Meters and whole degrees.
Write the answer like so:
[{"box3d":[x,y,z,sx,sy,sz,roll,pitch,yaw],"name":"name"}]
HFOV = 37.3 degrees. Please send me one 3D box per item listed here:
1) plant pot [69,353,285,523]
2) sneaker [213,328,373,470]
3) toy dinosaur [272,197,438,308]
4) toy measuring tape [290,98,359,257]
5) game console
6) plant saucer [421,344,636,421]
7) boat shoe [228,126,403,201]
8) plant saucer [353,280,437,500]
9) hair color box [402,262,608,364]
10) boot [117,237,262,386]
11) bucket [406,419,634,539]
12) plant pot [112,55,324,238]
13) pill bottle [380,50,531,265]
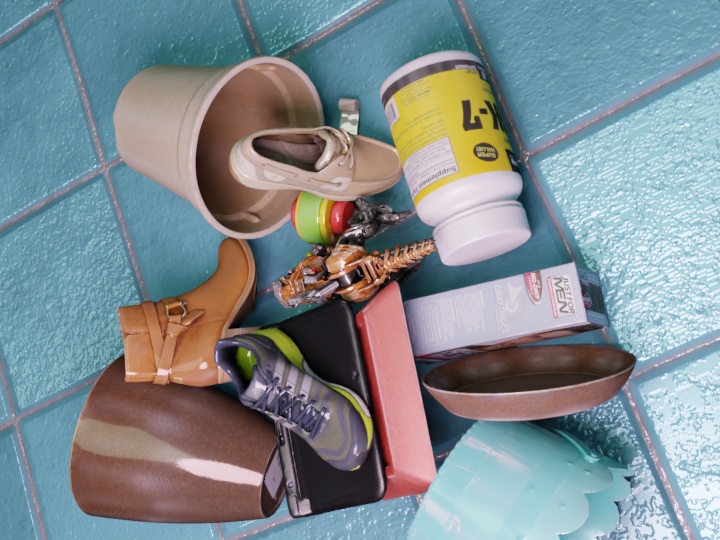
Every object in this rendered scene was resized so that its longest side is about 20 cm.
[{"box3d":[-0.181,0.200,1.171,0.200,0.187,0.187,10,88,17],"name":"plant pot"},{"box3d":[-0.069,0.125,1.021,0.200,0.081,0.074,35,109,35],"name":"sneaker"},{"box3d":[0.000,0.000,1.096,0.200,0.136,0.102,10,122,35],"name":"toy dinosaur"},{"box3d":[-0.036,-0.100,1.188,0.074,0.074,0.200,7,87,26],"name":"toy measuring tape"},{"box3d":[-0.030,0.147,1.109,0.116,0.176,0.200,-13,77,9],"name":"game console"},{"box3d":[0.158,0.106,1.002,0.200,0.200,0.035,-5,95,25],"name":"plant saucer"},{"box3d":[-0.036,-0.119,1.128,0.065,0.200,0.072,147,121,-60],"name":"boat shoe"},{"box3d":[0.014,0.130,1.075,0.037,0.200,0.200,-7,77,-16],"name":"plant saucer"},{"box3d":[0.136,0.046,1.069,0.200,0.099,0.061,-14,78,24],"name":"hair color box"},{"box3d":[-0.190,0.039,1.181,0.155,0.074,0.200,-4,47,-10],"name":"boot"},{"box3d":[0.146,0.236,0.988,0.135,0.207,0.207,30,97,26],"name":"bucket"},{"box3d":[-0.175,-0.154,1.208,0.183,0.200,0.201,19,92,37],"name":"plant pot"},{"box3d":[0.100,-0.114,1.099,0.114,0.114,0.200,-23,75,22],"name":"pill bottle"}]
